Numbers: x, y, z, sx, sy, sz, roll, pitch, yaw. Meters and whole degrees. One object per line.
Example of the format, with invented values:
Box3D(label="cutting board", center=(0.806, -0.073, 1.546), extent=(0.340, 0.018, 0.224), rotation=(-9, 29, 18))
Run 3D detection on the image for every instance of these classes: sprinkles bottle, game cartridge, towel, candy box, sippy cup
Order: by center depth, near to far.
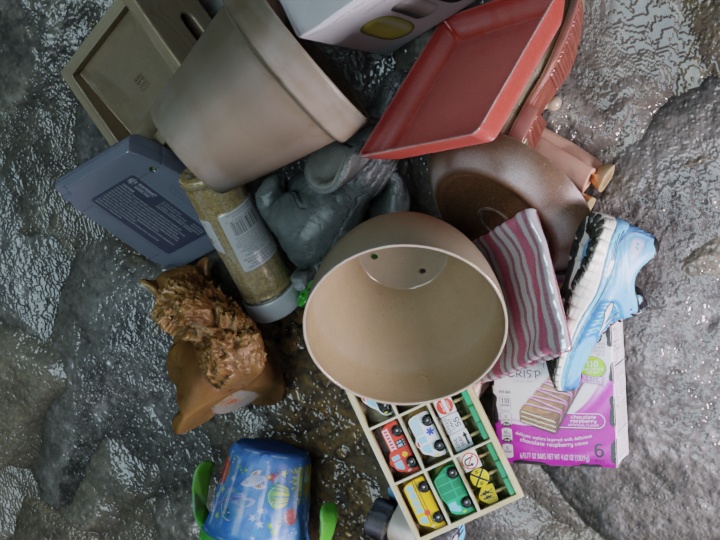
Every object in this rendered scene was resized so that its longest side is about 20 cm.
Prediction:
Box3D(label="towel", center=(0.142, 0.033, 1.328), extent=(0.200, 0.030, 0.147), rotation=(-33, 70, 63))
Box3D(label="candy box", center=(0.212, 0.107, 1.393), extent=(0.136, 0.061, 0.201), rotation=(-1, 97, 24))
Box3D(label="sprinkles bottle", center=(-0.135, -0.036, 1.485), extent=(0.068, 0.068, 0.200), rotation=(-10, 121, 26))
Box3D(label="game cartridge", center=(-0.238, -0.079, 1.514), extent=(0.133, 0.200, 0.041), rotation=(-23, 50, 26))
Box3D(label="sippy cup", center=(-0.116, 0.272, 1.545), extent=(0.177, 0.140, 0.131), rotation=(11, 93, -3))

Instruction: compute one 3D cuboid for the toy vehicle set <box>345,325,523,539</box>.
Box3D(label="toy vehicle set", center=(0.075, 0.174, 1.381), extent=(0.124, 0.027, 0.200), rotation=(-26, 84, 6))

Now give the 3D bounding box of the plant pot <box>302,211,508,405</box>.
Box3D(label="plant pot", center=(0.045, 0.018, 1.312), extent=(0.200, 0.135, 0.201), rotation=(1, 126, 1))

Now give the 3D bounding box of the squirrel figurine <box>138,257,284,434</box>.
Box3D(label="squirrel figurine", center=(-0.180, 0.064, 1.512), extent=(0.200, 0.141, 0.187), rotation=(108, 141, -62))

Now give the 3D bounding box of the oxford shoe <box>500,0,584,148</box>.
Box3D(label="oxford shoe", center=(0.170, -0.206, 1.329), extent=(0.074, 0.071, 0.200), rotation=(23, 80, 20))

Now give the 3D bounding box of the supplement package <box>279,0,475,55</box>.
Box3D(label="supplement package", center=(0.028, -0.335, 1.323), extent=(0.191, 0.200, 0.147), rotation=(-28, 80, 26))

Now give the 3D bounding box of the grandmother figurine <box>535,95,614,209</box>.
Box3D(label="grandmother figurine", center=(0.170, -0.138, 1.375), extent=(0.200, 0.061, 0.121), rotation=(33, 83, 15))

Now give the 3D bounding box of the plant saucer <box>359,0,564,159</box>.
Box3D(label="plant saucer", center=(0.109, -0.192, 1.312), extent=(0.037, 0.200, 0.199), rotation=(42, 156, -25))

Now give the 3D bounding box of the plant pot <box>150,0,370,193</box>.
Box3D(label="plant pot", center=(-0.116, -0.178, 1.353), extent=(0.173, 0.200, 0.200), rotation=(-39, 81, 9))

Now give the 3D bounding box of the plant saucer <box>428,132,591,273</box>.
Box3D(label="plant saucer", center=(0.147, -0.060, 1.342), extent=(0.200, 0.037, 0.201), rotation=(30, 151, 18))

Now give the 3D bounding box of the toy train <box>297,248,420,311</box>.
Box3D(label="toy train", center=(0.000, 0.000, 1.454), extent=(0.042, 0.056, 0.200), rotation=(34, 140, -27))

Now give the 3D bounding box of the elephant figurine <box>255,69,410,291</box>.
Box3D(label="elephant figurine", center=(-0.011, -0.102, 1.419), extent=(0.200, 0.141, 0.155), rotation=(-39, 79, 27))

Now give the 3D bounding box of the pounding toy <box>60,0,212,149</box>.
Box3D(label="pounding toy", center=(-0.229, -0.254, 1.516), extent=(0.184, 0.142, 0.200), rotation=(-41, 81, 36))

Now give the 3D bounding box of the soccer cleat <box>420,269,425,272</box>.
Box3D(label="soccer cleat", center=(0.066, 0.043, 1.438), extent=(0.068, 0.085, 0.201), rotation=(-1, 98, 25))

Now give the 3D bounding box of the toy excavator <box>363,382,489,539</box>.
Box3D(label="toy excavator", center=(0.089, 0.228, 1.457), extent=(0.100, 0.200, 0.195), rotation=(18, 150, 20))

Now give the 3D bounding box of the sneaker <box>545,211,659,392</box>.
Box3D(label="sneaker", center=(0.242, 0.042, 1.294), extent=(0.090, 0.078, 0.200), rotation=(11, 121, -9))
